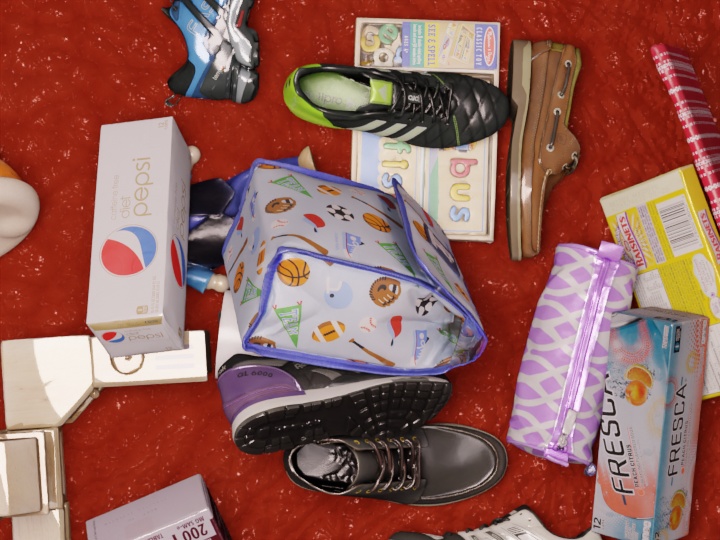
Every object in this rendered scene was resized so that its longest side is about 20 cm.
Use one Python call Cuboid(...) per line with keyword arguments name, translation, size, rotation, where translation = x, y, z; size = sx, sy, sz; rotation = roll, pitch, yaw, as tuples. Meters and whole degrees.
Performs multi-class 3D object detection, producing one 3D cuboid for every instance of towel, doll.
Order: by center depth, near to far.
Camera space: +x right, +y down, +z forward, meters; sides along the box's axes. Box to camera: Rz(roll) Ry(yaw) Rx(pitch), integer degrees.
Cuboid(name="towel", translation=(0.302, -0.101, 1.461), size=(0.022, 0.145, 0.200), rotation=(-22, 88, 18))
Cuboid(name="doll", translation=(-0.130, -0.050, 1.485), size=(0.200, 0.048, 0.137), rotation=(-19, 79, 0))

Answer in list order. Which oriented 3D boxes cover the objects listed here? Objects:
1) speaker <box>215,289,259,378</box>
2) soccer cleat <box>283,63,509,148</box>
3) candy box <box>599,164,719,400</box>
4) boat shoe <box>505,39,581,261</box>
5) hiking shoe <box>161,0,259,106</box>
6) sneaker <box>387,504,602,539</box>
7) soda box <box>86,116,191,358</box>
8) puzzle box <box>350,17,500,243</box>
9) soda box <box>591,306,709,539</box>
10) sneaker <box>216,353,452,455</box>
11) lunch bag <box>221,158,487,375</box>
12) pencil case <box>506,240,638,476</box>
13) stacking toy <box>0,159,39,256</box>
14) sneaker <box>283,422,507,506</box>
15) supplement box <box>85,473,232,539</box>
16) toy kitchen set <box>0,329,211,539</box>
Cuboid(name="speaker", translation=(-0.028, 0.066, 1.468), size=(0.199, 0.081, 0.081), rotation=(7, 87, -3))
Cuboid(name="soccer cleat", translation=(0.032, -0.145, 1.453), size=(0.199, 0.081, 0.068), rotation=(5, 87, -2))
Cuboid(name="candy box", translation=(0.286, 0.015, 1.475), size=(0.026, 0.102, 0.200), rotation=(-19, 88, -36))
Cuboid(name="boat shoe", translation=(0.164, -0.107, 1.486), size=(0.068, 0.072, 0.201), rotation=(3, 88, -1))
Cuboid(name="hiking shoe", translation=(-0.134, -0.248, 1.480), size=(0.086, 0.074, 0.201), rotation=(-1, 88, -3))
Cuboid(name="sneaker", translation=(0.119, 0.247, 1.479), size=(0.200, 0.076, 0.088), rotation=(13, 72, -5))
Cuboid(name="soda box", translation=(-0.186, -0.030, 1.418), size=(0.068, 0.064, 0.200), rotation=(-7, 60, 9))
Cuboid(name="puzzle box", translation=(0.058, -0.126, 1.507), size=(0.133, 0.025, 0.201), rotation=(1, 87, -3))
Cuboid(name="soda box", translation=(0.252, 0.135, 1.454), size=(0.063, 0.068, 0.201), rotation=(10, 99, 39))
Cuboid(name="sneaker", translation=(-0.021, 0.089, 1.395), size=(0.200, 0.076, 0.088), rotation=(-4, 49, -25))
Cuboid(name="lunch bag", translation=(0.000, 0.000, 1.396), size=(0.200, 0.170, 0.124), rotation=(14, 117, -17))
Cuboid(name="pencil case", translation=(0.186, 0.075, 1.473), size=(0.084, 0.086, 0.200), rotation=(13, 86, 3))
Cuboid(name="stacking toy", translation=(-0.377, -0.106, 1.459), size=(0.146, 0.146, 0.200), rotation=(-24, 69, -3))
Cuboid(name="sneaker", translation=(0.032, 0.173, 1.452), size=(0.199, 0.106, 0.075), rotation=(-1, 87, -2))
Cuboid(name="supplement box", translation=(-0.145, 0.284, 1.423), size=(0.109, 0.061, 0.200), rotation=(-23, 117, -3))
Cuboid(name="toy kitchen set", translation=(-0.216, 0.154, 1.416), size=(0.180, 0.163, 0.201), rotation=(-3, 88, -2))
